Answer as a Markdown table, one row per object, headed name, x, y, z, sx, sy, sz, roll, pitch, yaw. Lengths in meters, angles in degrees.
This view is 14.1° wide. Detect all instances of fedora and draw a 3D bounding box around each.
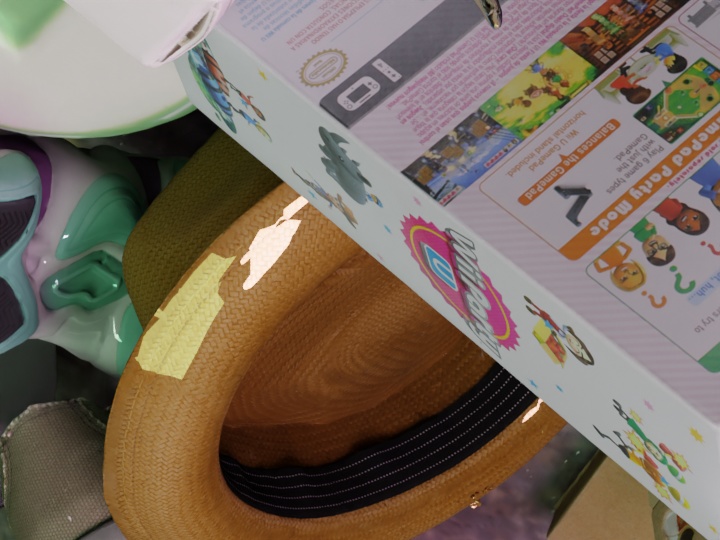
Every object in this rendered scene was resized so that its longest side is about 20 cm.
| name | x | y | z | sx | sy | sz | roll | pitch | yaw |
| --- | --- | --- | --- | --- | --- | --- | --- | --- | --- |
| fedora | 0.000 | 0.000 | 0.826 | 0.082 | 0.200 | 0.201 | 47 | 144 | 34 |

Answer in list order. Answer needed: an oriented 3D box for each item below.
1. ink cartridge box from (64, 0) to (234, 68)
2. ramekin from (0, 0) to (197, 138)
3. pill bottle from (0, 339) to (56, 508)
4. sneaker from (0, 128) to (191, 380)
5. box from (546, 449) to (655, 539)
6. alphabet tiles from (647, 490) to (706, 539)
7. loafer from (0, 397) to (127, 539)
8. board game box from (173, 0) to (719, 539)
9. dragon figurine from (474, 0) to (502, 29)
| name | x | y | z | sx | sy | sz | roll | pitch | yaw |
| --- | --- | --- | --- | --- | --- | --- | --- | --- | --- |
| ink cartridge box | -0.035 | -0.171 | 0.655 | 0.145 | 0.200 | 0.085 | 38 | 166 | -8 |
| ramekin | -0.084 | -0.133 | 0.787 | 0.199 | 0.098 | 0.201 | 14 | 132 | 16 |
| pill bottle | -0.210 | 0.032 | 0.976 | 0.199 | 0.117 | 0.117 | 1 | 127 | 27 |
| sneaker | -0.112 | -0.027 | 0.878 | 0.140 | 0.200 | 0.078 | 34 | 103 | 34 |
| box | 0.166 | 0.062 | 0.874 | 0.163 | 0.021 | 0.200 | 31 | 134 | 1 |
| alphabet tiles | 0.125 | 0.023 | 0.775 | 0.006 | 0.167 | 0.200 | 11 | 138 | -19 |
| loafer | -0.067 | 0.071 | 0.922 | 0.075 | 0.200 | 0.070 | -29 | 81 | 1 |
| board game box | 0.068 | -0.047 | 0.689 | 0.200 | 0.147 | 0.064 | 40 | 160 | 33 |
| dragon figurine | 0.082 | -0.148 | 0.651 | 0.059 | 0.200 | 0.100 | 43 | 157 | 10 |
